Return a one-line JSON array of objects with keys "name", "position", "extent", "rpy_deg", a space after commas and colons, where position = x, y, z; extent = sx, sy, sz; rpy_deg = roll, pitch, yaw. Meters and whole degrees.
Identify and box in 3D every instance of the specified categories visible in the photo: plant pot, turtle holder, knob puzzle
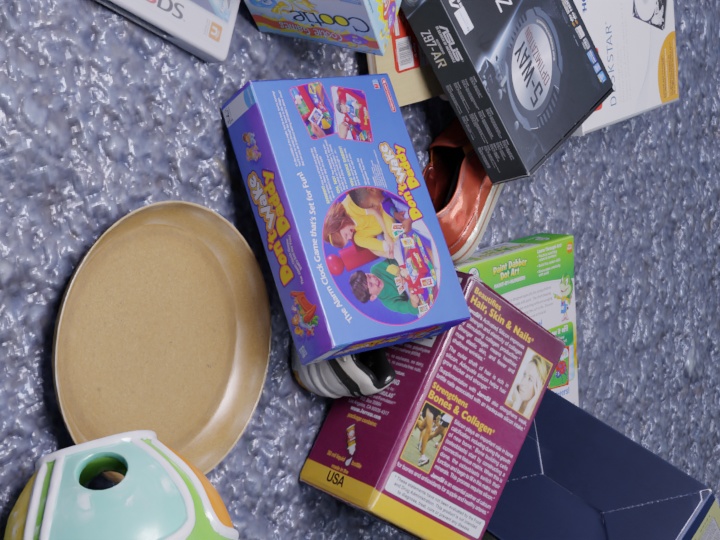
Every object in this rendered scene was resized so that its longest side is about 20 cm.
[{"name": "plant pot", "position": [-0.139, 0.052, 0.929], "extent": [0.199, 0.027, 0.203], "rpy_deg": [-6, 98, -49]}, {"name": "turtle holder", "position": [-0.168, 0.179, 0.829], "extent": [0.141, 0.184, 0.133], "rpy_deg": [26, 46, -74]}, {"name": "knob puzzle", "position": [0.058, -0.243, 1.130], "extent": [0.218, 0.030, 0.223], "rpy_deg": [-6, 98, -49]}]

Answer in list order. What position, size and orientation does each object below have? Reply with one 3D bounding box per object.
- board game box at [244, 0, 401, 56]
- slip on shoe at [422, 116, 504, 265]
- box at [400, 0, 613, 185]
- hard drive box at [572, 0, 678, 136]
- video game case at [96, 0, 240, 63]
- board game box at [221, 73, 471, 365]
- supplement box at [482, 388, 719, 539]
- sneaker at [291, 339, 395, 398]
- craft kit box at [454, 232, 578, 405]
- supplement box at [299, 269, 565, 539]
[{"name": "board game box", "position": [-0.009, -0.276, 0.964], "extent": [0.103, 0.104, 0.202], "rpy_deg": [59, 46, -70]}, {"name": "slip on shoe", "position": [0.094, -0.106, 1.163], "extent": [0.061, 0.074, 0.202], "rpy_deg": [32, 69, -31]}, {"name": "box", "position": [0.122, -0.199, 1.120], "extent": [0.160, 0.043, 0.201], "rpy_deg": [-42, 110, -39]}, {"name": "hard drive box", "position": [0.231, -0.226, 1.306], "extent": [0.199, 0.076, 0.158], "rpy_deg": [-23, 111, -46]}, {"name": "video game case", "position": [-0.135, -0.269, 0.902], "extent": [0.181, 0.023, 0.203], "rpy_deg": [23, 77, -49]}, {"name": "board game box", "position": [-0.010, -0.043, 0.981], "extent": [0.133, 0.045, 0.202], "rpy_deg": [-9, 76, -39]}, {"name": "supplement box", "position": [0.211, 0.231, 1.189], "extent": [0.135, 0.199, 0.200], "rpy_deg": [-52, 145, -10]}, {"name": "sneaker", "position": [0.000, 0.000, 1.045], "extent": [0.075, 0.087, 0.203], "rpy_deg": [-4, 95, -48]}, {"name": "craft kit box", "position": [0.137, 0.077, 1.253], "extent": [0.199, 0.048, 0.200], "rpy_deg": [-13, 107, -49]}, {"name": "supplement box", "position": [0.060, 0.113, 1.084], "extent": [0.130, 0.103, 0.202], "rpy_deg": [34, 77, -35]}]
